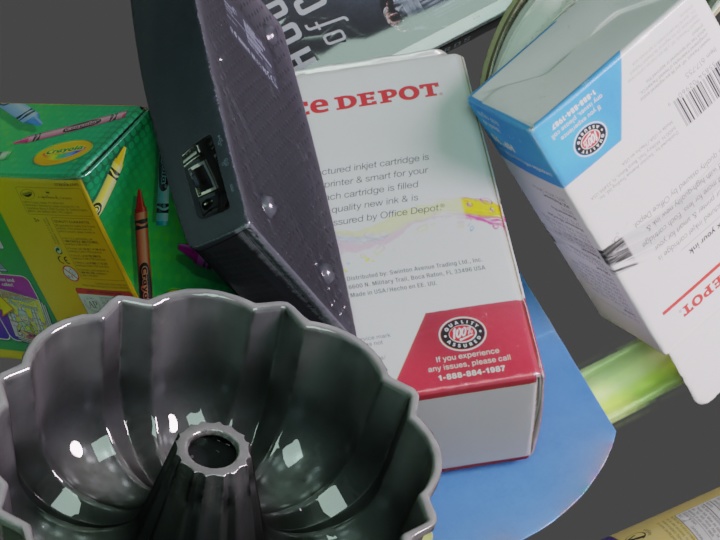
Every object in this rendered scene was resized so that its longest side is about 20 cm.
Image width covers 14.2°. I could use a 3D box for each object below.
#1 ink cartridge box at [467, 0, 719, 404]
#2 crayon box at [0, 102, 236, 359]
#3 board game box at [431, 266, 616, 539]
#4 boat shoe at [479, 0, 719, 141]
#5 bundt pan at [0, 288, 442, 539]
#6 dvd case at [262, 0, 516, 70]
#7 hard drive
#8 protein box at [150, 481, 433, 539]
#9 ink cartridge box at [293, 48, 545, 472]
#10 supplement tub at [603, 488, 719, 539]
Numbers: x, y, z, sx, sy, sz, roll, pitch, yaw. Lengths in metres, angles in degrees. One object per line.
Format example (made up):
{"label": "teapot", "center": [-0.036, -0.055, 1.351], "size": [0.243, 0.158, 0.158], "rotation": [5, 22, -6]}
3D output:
{"label": "ink cartridge box", "center": [0.155, -0.042, 1.473], "size": [0.116, 0.068, 0.200], "rotation": [-40, 122, -11]}
{"label": "crayon box", "center": [-0.167, -0.018, 1.394], "size": [0.200, 0.119, 0.058], "rotation": [4, 41, 39]}
{"label": "board game box", "center": [0.029, 0.069, 1.473], "size": [0.158, 0.039, 0.200], "rotation": [-21, 59, -14]}
{"label": "boat shoe", "center": [0.141, -0.142, 1.512], "size": [0.075, 0.068, 0.200], "rotation": [45, 77, -24]}
{"label": "bundt pan", "center": [-0.069, 0.103, 1.257], "size": [0.202, 0.076, 0.202], "rotation": [6, 42, -6]}
{"label": "dvd case", "center": [-0.008, -0.172, 1.543], "size": [0.200, 0.025, 0.150], "rotation": [-28, 80, -10]}
{"label": "hard drive", "center": [-0.059, -0.066, 1.364], "size": [0.042, 0.135, 0.200], "rotation": [-23, 54, 13]}
{"label": "protein box", "center": [-0.054, 0.243, 1.316], "size": [0.135, 0.200, 0.199], "rotation": [10, 42, -1]}
{"label": "ink cartridge box", "center": [0.000, 0.000, 1.443], "size": [0.146, 0.083, 0.200], "rotation": [-9, 57, -5]}
{"label": "supplement tub", "center": [0.213, 0.168, 1.409], "size": [0.200, 0.145, 0.146], "rotation": [-23, 80, -9]}
